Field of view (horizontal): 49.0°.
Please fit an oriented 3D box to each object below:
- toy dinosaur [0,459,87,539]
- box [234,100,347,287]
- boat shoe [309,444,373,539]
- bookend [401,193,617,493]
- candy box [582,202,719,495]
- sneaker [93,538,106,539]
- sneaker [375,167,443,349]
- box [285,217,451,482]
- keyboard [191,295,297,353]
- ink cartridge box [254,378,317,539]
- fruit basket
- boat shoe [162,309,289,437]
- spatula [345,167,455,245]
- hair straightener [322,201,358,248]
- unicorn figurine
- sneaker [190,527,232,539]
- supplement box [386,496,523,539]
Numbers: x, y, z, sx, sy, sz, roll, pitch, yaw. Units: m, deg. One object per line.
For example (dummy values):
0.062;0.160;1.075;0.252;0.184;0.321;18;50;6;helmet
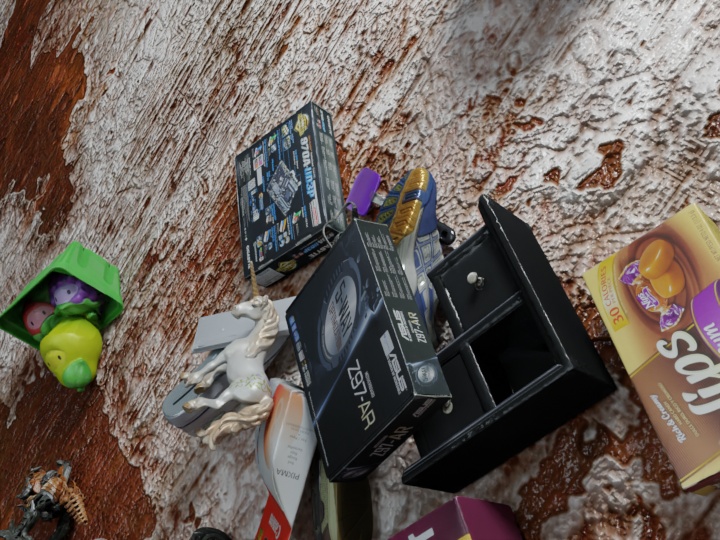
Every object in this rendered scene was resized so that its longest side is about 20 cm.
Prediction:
-0.476;0.359;1.206;0.199;0.101;0.138;-20;41;60;toy dinosaur
-0.097;-0.102;1.059;0.157;0.046;0.204;-29;56;32;box
-0.029;0.203;0.860;0.065;0.071;0.205;-23;59;35;boat shoe
0.108;0.073;0.769;0.198;0.091;0.203;-39;50;25;bookend
0.276;0.063;0.644;0.116;0.056;0.203;-35;52;27;candy box
-0.297;0.415;1.028;0.199;0.081;0.089;39;99;36;sneaker
0.059;-0.007;0.855;0.075;0.087;0.205;-12;61;58;sneaker
-0.002;0.079;0.778;0.161;0.043;0.203;-50;45;38;box
-0.126;0.064;0.999;0.196;0.011;0.057;-13;42;20;keyboard
-0.100;0.228;0.883;0.162;0.049;0.204;169;121;-75;ink cartridge box
-0.486;0.088;1.289;0.214;0.155;0.219;-33;36;29;fruit basket
-0.162;0.132;1.017;0.199;0.067;0.074;-37;43;-1;boat shoe
0.045;-0.072;0.933;0.199;0.020;0.058;32;102;44;spatula
0.000;0.000;0.907;0.041;0.076;0.203;-42;50;37;hair straightener
-0.145;0.113;0.929;0.135;0.074;0.202;-28;53;2;unicorn figurine
-0.172;0.410;0.923;0.091;0.075;0.202;-51;40;28;sneaker
0.062;0.313;0.712;0.199;0.102;0.133;-40;50;23;supplement box
